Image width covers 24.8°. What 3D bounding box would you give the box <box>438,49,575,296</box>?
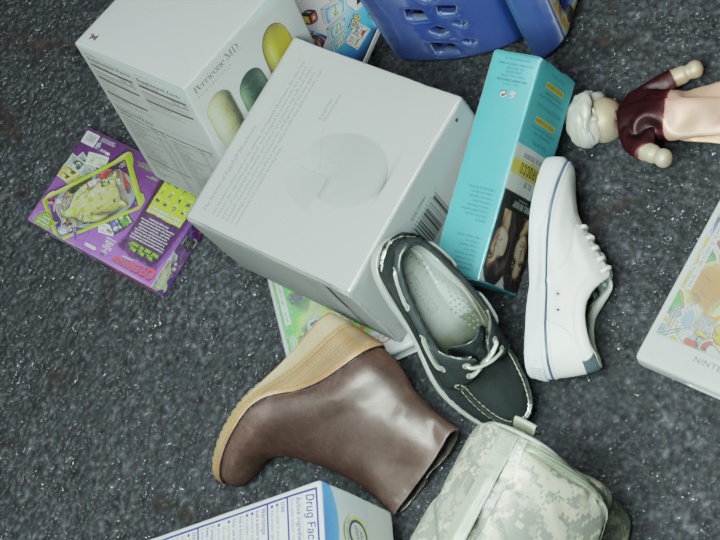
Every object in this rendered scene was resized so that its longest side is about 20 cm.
[{"bbox_3d":[0.127,-0.085,1.437,0.049,0.082,0.201,14,87,31],"label":"box"}]

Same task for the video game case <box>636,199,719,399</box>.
[{"bbox_3d":[0.348,0.021,1.332,0.181,0.023,0.201,24,78,34],"label":"video game case"}]

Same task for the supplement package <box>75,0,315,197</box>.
[{"bbox_3d":[-0.137,-0.180,1.561,0.150,0.200,0.152,26,67,34],"label":"supplement package"}]

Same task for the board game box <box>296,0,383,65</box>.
[{"bbox_3d":[-0.017,-0.301,1.649,0.126,0.035,0.201,21,75,8],"label":"board game box"}]

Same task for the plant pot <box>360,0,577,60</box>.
[{"bbox_3d":[0.111,-0.317,1.525,0.179,0.200,0.201,10,70,24],"label":"plant pot"}]

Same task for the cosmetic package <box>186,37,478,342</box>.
[{"bbox_3d":[-0.013,-0.075,1.480,0.199,0.123,0.200,25,79,32],"label":"cosmetic package"}]

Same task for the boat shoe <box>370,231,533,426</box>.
[{"bbox_3d":[0.081,0.056,1.360,0.076,0.200,0.060,-44,11,-12],"label":"boat shoe"}]

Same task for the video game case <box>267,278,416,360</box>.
[{"bbox_3d":[0.000,0.000,1.525,0.181,0.022,0.201,-25,57,14],"label":"video game case"}]

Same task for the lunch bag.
[{"bbox_3d":[0.102,0.225,1.268,0.139,0.168,0.201,23,78,34],"label":"lunch bag"}]

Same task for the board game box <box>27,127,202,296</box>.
[{"bbox_3d":[-0.242,-0.063,1.679,0.199,0.032,0.120,26,76,35],"label":"board game box"}]

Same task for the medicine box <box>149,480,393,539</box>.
[{"bbox_3d":[-0.074,0.295,1.343,0.199,0.103,0.183,-22,57,30],"label":"medicine box"}]

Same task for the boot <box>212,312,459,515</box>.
[{"bbox_3d":[-0.027,0.156,1.432,0.166,0.072,0.200,45,106,22],"label":"boot"}]

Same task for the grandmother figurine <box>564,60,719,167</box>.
[{"bbox_3d":[0.271,-0.133,1.433,0.199,0.061,0.121,1,39,31],"label":"grandmother figurine"}]

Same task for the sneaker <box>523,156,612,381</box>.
[{"bbox_3d":[0.183,-0.002,1.409,0.070,0.073,0.201,-1,74,17],"label":"sneaker"}]
